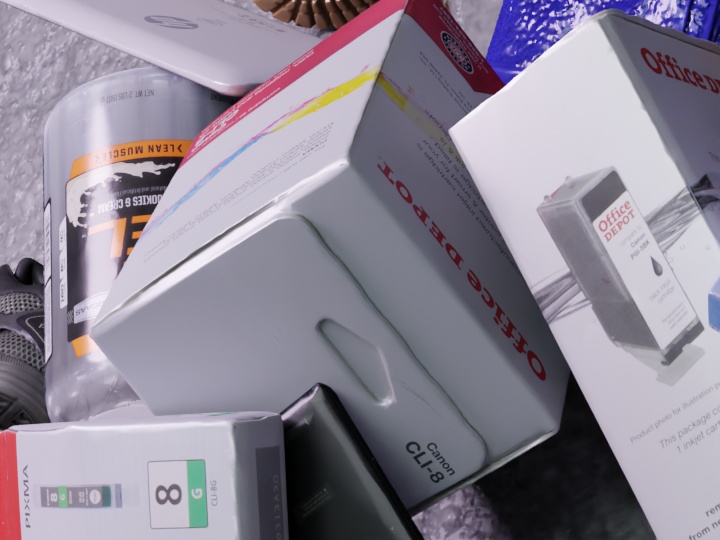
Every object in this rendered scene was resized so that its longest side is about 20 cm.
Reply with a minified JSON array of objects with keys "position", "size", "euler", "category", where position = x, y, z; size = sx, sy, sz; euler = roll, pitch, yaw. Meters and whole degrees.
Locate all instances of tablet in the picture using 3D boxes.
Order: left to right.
[{"position":[-0.081,-0.120,1.234],"size":[0.199,0.129,0.014],"euler":[24,111,42],"category":"tablet"}]

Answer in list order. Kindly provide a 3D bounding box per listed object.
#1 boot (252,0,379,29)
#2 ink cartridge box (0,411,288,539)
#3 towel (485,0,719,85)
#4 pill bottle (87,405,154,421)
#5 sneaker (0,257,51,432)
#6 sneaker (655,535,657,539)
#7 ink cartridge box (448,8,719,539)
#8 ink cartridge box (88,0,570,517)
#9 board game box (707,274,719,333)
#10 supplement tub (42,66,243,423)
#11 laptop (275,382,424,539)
[{"position":[0.023,-0.201,1.231],"size":[0.199,0.075,0.108],"euler":[-32,34,32],"category":"boot"},{"position":[-0.121,0.142,0.974],"size":[0.198,0.050,0.163],"euler":[-4,88,24],"category":"ink cartridge box"},{"position":[0.136,-0.165,1.127],"size":[0.147,0.049,0.202],"euler":[13,80,41],"category":"towel"},{"position":[-0.100,0.170,1.087],"size":[0.116,0.116,0.201],"euler":[38,123,42],"category":"pill bottle"},{"position":[-0.198,0.068,1.290],"size":[0.199,0.076,0.115],"euler":[-39,16,47],"category":"sneaker"},{"position":[0.168,0.177,0.945],"size":[0.083,0.074,0.200],"euler":[-56,41,8],"category":"sneaker"},{"position":[0.138,0.011,0.953],"size":[0.083,0.146,0.201],"euler":[-35,69,25],"category":"ink cartridge box"},{"position":[0.000,0.000,1.044],"size":[0.144,0.146,0.200],"euler":[-32,16,23],"category":"ink cartridge box"},{"position":[0.237,-0.029,0.850],"size":[0.151,0.037,0.201],"euler":[30,75,21],"category":"board game box"},{"position":[-0.094,0.013,1.189],"size":[0.122,0.122,0.202],"euler":[-21,60,31],"category":"supplement tub"},{"position":[-0.009,0.179,1.009],"size":[0.187,0.116,0.201],"euler":[-38,74,20],"category":"laptop"}]
